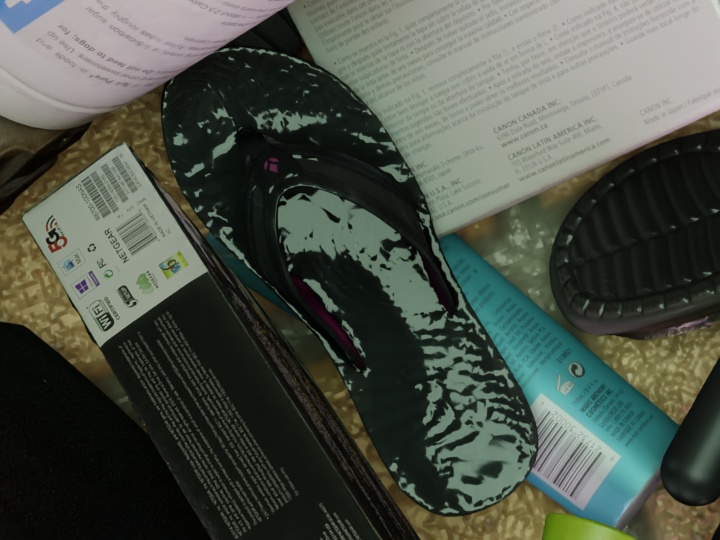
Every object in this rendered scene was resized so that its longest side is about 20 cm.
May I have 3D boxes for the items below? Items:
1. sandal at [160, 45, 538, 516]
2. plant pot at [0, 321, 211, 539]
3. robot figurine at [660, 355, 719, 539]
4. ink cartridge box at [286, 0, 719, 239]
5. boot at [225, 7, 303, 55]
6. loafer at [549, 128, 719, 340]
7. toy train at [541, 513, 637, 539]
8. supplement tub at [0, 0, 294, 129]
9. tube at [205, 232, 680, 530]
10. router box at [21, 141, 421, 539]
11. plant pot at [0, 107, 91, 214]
[{"bbox_3d":[0.001,0.000,0.993,0.075,0.048,0.201,-36,95,-2],"label":"sandal"},{"bbox_3d":[-0.165,0.122,0.978,0.199,0.200,0.178,-39,69,18],"label":"plant pot"},{"bbox_3d":[0.201,0.090,0.992,0.125,0.150,0.200,26,88,46],"label":"robot figurine"},{"bbox_3d":[0.044,-0.128,0.990,0.161,0.050,0.200,-24,96,33],"label":"ink cartridge box"},{"bbox_3d":[-0.079,-0.161,1.064,0.132,0.070,0.200,-42,80,6],"label":"boot"},{"bbox_3d":[0.168,-0.018,1.027,0.200,0.071,0.073,-21,57,21],"label":"loafer"},{"bbox_3d":[0.060,0.131,0.888,0.200,0.085,0.116,23,78,-25],"label":"toy train"},{"bbox_3d":[-0.059,-0.146,0.931,0.200,0.132,0.132,-29,83,33],"label":"supplement tub"},{"bbox_3d":[0.034,0.023,1.053,0.200,0.050,0.077,39,87,11],"label":"tube"},{"bbox_3d":[-0.031,0.067,0.965,0.051,0.149,0.200,-35,56,1],"label":"router box"},{"bbox_3d":[-0.217,-0.086,1.014,0.200,0.200,0.198,-39,91,1],"label":"plant pot"}]
